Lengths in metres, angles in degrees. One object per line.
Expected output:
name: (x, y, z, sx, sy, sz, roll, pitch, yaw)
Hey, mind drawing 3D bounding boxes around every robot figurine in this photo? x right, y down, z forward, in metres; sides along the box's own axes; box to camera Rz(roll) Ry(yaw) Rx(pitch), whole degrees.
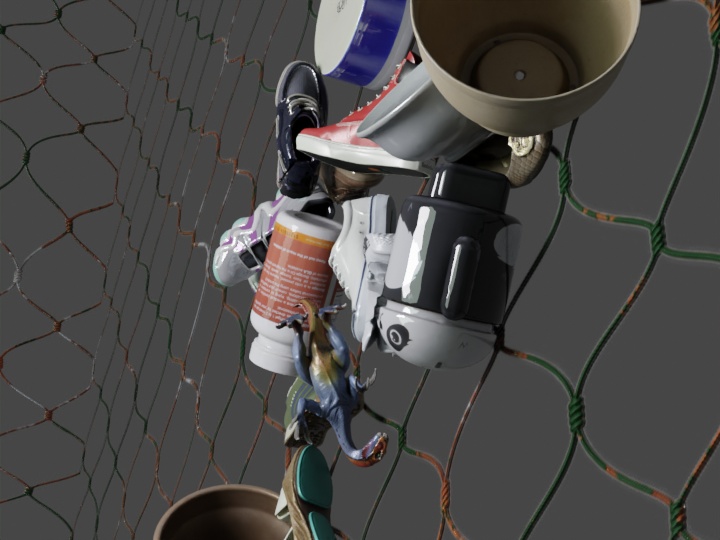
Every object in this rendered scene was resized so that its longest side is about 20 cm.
robot figurine: (0.086, -0.002, 1.369, 0.124, 0.150, 0.201, 14, 91, 32)

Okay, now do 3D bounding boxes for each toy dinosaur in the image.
toy dinosaur: (-0.020, 0.130, 1.614, 0.200, 0.105, 0.182, -65, -44, -73)

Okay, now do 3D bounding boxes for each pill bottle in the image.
pill bottle: (-0.080, 0.031, 1.831, 0.112, 0.112, 0.201, -139, 64, -68)

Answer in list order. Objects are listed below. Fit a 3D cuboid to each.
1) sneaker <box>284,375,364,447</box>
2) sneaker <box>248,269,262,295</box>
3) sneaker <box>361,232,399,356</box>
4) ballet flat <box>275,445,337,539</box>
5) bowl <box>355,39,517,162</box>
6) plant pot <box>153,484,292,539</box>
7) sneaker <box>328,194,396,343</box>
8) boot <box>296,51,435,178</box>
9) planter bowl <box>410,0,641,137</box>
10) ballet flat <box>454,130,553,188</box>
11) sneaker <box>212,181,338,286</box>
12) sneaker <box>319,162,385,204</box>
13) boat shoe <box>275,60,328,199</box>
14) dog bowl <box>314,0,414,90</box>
sneaker: (-0.052, 0.151, 1.744, 0.200, 0.067, 0.090, 130, 142, -57)
sneaker: (-0.104, 0.021, 1.998, 0.100, 0.075, 0.200, -49, 28, 17)
sneaker: (0.039, 0.028, 1.512, 0.200, 0.075, 0.115, 78, -165, -78)
ballet flat: (-0.067, 0.302, 1.693, 0.072, 0.068, 0.200, -42, 40, 23)
bowl: (0.096, -0.175, 1.446, 0.201, 0.090, 0.201, -41, 10, 9)
plant pot: (-0.158, 0.397, 1.761, 0.201, 0.199, 0.175, -106, 15, -53)
sneaker: (0.000, 0.000, 1.663, 0.073, 0.071, 0.201, 64, -153, -50)
boot: (0.017, -0.191, 1.677, 0.199, 0.072, 0.145, 8, 84, 37)
planter bowl: (0.146, -0.205, 1.272, 0.135, 0.199, 0.201, 83, -171, -65)
ballet flat: (0.134, -0.113, 1.422, 0.200, 0.046, 0.068, 156, 123, -66)
sneaker: (-0.113, -0.043, 1.941, 0.200, 0.078, 0.140, -47, 30, -4)
sneaker: (-0.008, -0.119, 1.822, 0.200, 0.070, 0.076, -131, 37, -70)
boat shoe: (-0.071, -0.200, 1.811, 0.093, 0.074, 0.201, 115, 156, -64)
dog bowl: (0.010, -0.346, 1.860, 0.200, 0.079, 0.201, -167, 90, -71)
